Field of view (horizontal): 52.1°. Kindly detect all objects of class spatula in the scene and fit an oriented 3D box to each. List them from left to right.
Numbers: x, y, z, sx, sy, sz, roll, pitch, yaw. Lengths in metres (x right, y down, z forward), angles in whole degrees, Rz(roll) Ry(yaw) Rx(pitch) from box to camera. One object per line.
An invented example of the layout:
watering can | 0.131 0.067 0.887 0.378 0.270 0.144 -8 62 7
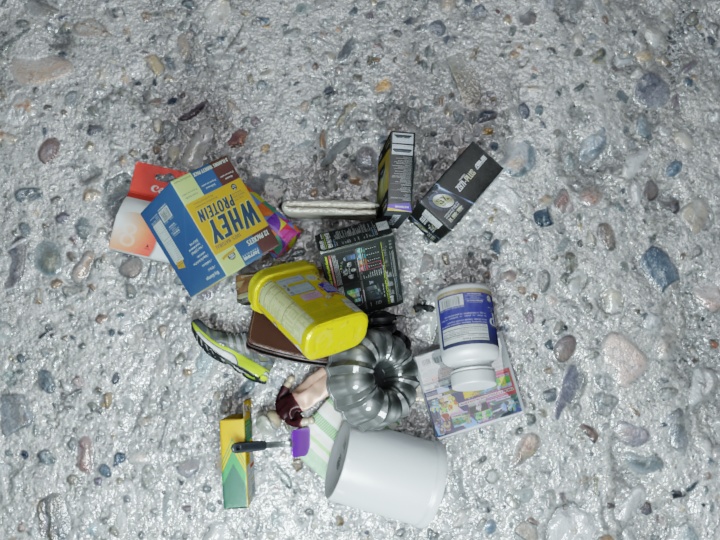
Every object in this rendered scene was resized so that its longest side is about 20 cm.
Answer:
spatula | -0.171 0.343 1.446 0.199 0.020 0.057 6 80 -42

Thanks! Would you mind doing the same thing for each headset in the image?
headset | 0.065 0.132 1.511 0.200 0.094 0.124 -41 112 -28

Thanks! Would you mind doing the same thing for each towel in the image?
towel | -0.063 -0.127 1.527 0.199 0.133 0.035 1 88 -3
towel | -0.032 0.339 1.534 0.152 0.023 0.200 42 85 3

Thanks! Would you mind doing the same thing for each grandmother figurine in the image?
grandmother figurine | -0.128 0.273 1.516 0.199 0.061 0.121 -34 43 -1

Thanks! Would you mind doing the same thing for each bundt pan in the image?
bundt pan | 0.034 0.202 1.398 0.201 0.076 0.203 13 69 -35

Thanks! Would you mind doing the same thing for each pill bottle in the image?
pill bottle | 0.219 0.137 1.495 0.119 0.120 0.201 -3 70 -3

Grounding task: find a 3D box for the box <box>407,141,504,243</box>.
box | 0.189 -0.154 1.505 0.086 0.200 0.164 42 84 2

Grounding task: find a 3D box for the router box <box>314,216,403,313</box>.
router box | 0.000 0.000 1.491 0.149 0.201 0.062 -15 43 -5

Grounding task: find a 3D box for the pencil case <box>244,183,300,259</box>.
pencil case | -0.221 -0.111 1.547 0.200 0.088 0.088 40 84 4

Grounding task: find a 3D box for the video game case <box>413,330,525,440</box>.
video game case | 0.229 0.241 1.555 0.199 0.023 0.183 -16 85 -5

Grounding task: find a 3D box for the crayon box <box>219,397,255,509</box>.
crayon box | -0.245 0.360 1.471 0.051 0.126 0.201 -3 83 -2

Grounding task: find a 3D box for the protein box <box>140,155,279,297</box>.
protein box | -0.299 -0.081 1.449 0.135 0.198 0.201 -34 95 -35

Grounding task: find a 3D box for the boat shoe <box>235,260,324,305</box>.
boat shoe | -0.167 0.015 1.538 0.199 0.076 0.074 -14 80 -5

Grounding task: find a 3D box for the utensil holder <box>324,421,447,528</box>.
utensil holder | 0.046 0.395 1.442 0.199 0.170 0.171 17 83 -9

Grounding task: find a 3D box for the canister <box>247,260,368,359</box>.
canister | -0.098 0.071 1.372 0.148 0.200 0.087 -14 126 -35

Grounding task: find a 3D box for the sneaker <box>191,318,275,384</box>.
sneaker | -0.262 0.155 1.529 0.199 0.074 0.081 33 65 2

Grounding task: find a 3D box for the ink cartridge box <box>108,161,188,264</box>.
ink cartridge box | -0.425 -0.122 1.555 0.161 0.050 0.201 12 87 -1

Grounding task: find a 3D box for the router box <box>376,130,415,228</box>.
router box | 0.069 -0.179 1.504 0.052 0.200 0.158 3 83 -5

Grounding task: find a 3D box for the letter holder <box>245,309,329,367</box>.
letter holder | -0.125 0.141 1.468 0.199 0.101 0.143 12 43 -8
